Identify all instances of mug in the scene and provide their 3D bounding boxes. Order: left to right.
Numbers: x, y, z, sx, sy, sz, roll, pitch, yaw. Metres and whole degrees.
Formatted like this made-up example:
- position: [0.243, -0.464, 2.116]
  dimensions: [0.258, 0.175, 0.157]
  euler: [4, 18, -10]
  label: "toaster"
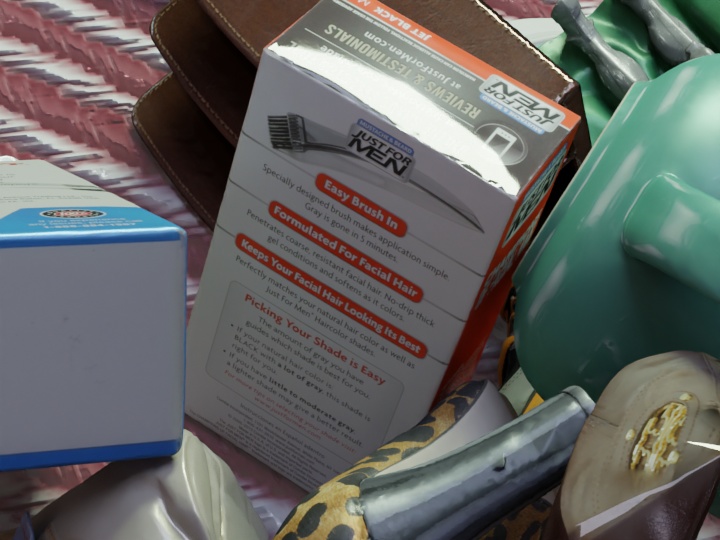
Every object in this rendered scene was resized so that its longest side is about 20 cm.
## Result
- position: [0.128, -0.010, 0.713]
  dimensions: [0.114, 0.185, 0.152]
  euler: [33, 59, 5]
  label: "mug"

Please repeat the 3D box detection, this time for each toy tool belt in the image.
- position: [-0.088, 0.158, 0.687]
  dimensions: [0.122, 0.125, 0.201]
  euler: [-21, 45, 9]
  label: "toy tool belt"

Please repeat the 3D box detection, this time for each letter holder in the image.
- position: [-0.015, -0.072, 0.886]
  dimensions: [0.142, 0.101, 0.200]
  euler: [-42, 64, -8]
  label: "letter holder"

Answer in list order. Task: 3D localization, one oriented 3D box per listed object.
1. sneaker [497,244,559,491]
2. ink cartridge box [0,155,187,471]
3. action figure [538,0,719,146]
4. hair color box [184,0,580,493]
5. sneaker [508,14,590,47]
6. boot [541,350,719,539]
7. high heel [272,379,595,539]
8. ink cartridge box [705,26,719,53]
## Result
- position: [0.094, 0.026, 0.893]
  dimensions: [0.077, 0.079, 0.200]
  euler: [19, 40, 20]
  label: "sneaker"
- position: [-0.162, 0.012, 0.736]
  dimensions: [0.145, 0.085, 0.200]
  euler: [-4, 10, -22]
  label: "ink cartridge box"
- position: [0.166, -0.054, 0.881]
  dimensions: [0.118, 0.055, 0.200]
  euler: [-36, 71, -8]
  label: "action figure"
- position: [0.000, 0.000, 0.787]
  dimensions: [0.111, 0.201, 0.064]
  euler: [31, 46, 11]
  label: "hair color box"
- position: [0.105, -0.078, 0.988]
  dimensions: [0.199, 0.074, 0.082]
  euler: [-21, 55, -32]
  label: "sneaker"
- position: [0.051, 0.135, 0.621]
  dimensions: [0.064, 0.201, 0.187]
  euler: [29, 45, 11]
  label: "boot"
- position: [0.007, 0.100, 0.731]
  dimensions: [0.142, 0.200, 0.072]
  euler: [-29, 81, -13]
  label: "high heel"
- position: [0.272, -0.131, 0.984]
  dimensions: [0.199, 0.148, 0.086]
  euler: [-27, 51, 9]
  label: "ink cartridge box"
